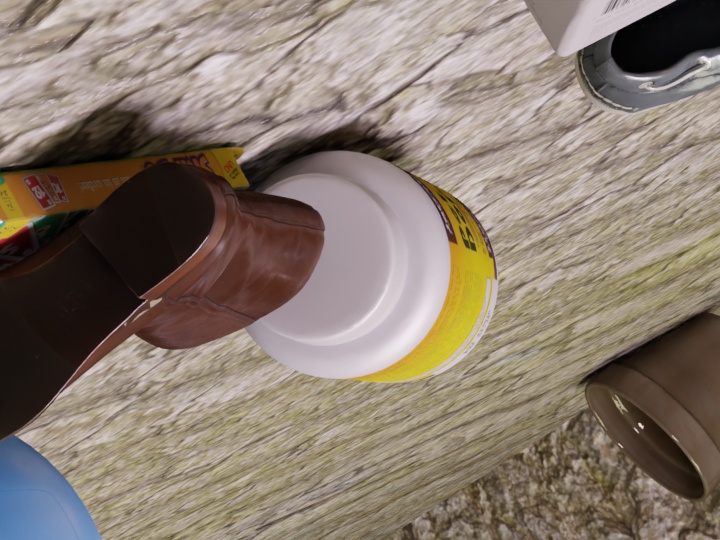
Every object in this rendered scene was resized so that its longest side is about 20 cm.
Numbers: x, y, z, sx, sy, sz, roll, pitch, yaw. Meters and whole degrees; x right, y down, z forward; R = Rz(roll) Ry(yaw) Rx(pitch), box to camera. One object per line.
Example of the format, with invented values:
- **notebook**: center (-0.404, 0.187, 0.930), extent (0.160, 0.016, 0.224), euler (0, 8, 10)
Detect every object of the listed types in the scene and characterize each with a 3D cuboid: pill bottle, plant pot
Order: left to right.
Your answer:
- **pill bottle**: center (0.000, 0.000, 1.230), extent (0.109, 0.109, 0.200), euler (-31, 171, 9)
- **plant pot**: center (0.400, 0.150, 3.021), extent (0.174, 0.200, 0.200), euler (-44, 174, -13)

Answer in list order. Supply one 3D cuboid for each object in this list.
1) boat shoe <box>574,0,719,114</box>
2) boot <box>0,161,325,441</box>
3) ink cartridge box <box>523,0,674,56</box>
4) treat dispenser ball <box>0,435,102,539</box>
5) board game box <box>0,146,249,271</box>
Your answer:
- **boat shoe**: center (0.202, -0.136, 1.241), extent (0.200, 0.073, 0.062), euler (-24, 174, -1)
- **boot**: center (-0.108, 0.023, 1.044), extent (0.186, 0.064, 0.200), euler (-32, 173, 7)
- **ink cartridge box**: center (0.119, -0.158, 0.890), extent (0.115, 0.068, 0.200), euler (-28, 171, -11)
- **treat dispenser ball**: center (-0.215, 0.163, 1.163), extent (0.201, 0.201, 0.201), euler (-29, 170, -5)
- **board game box**: center (-0.127, -0.014, 1.046), extent (0.096, 0.030, 0.200), euler (-35, 171, 28)
